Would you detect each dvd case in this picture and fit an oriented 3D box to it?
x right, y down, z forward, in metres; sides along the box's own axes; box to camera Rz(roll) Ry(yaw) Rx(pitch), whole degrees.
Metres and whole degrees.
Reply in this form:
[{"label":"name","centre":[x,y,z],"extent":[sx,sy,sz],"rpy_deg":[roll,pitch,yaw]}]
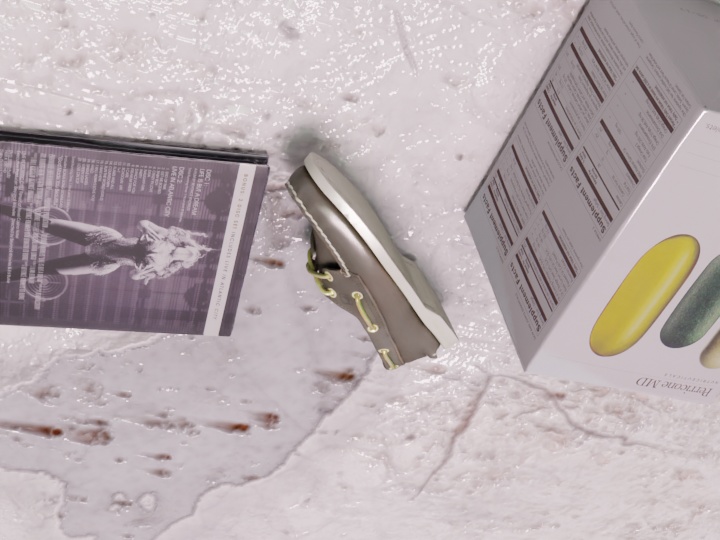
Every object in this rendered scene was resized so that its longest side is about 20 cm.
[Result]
[{"label":"dvd case","centre":[-0.168,-0.020,0.777],"extent":[0.197,0.016,0.150],"rpy_deg":[4,129,-17]}]

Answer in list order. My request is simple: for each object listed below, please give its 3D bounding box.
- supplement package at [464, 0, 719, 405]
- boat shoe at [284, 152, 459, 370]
[{"label":"supplement package","centre":[0.188,-0.046,0.752],"extent":[0.150,0.152,0.201],"rpy_deg":[11,128,-24]},{"label":"boat shoe","centre":[0.001,0.002,0.803],"extent":[0.060,0.072,0.202],"rpy_deg":[-31,135,8]}]
